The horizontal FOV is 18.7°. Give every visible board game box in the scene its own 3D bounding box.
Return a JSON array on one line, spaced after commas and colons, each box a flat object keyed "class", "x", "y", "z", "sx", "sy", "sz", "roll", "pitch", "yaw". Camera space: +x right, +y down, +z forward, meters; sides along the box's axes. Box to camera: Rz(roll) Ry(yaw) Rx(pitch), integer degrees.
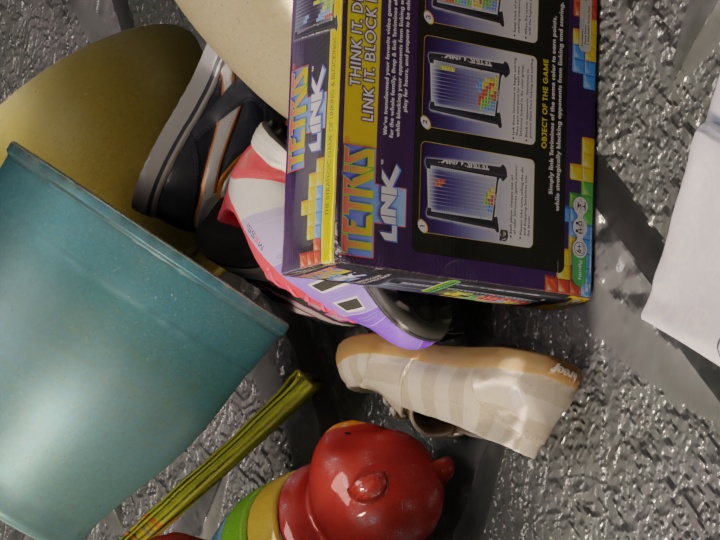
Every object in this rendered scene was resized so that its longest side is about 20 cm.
[{"class": "board game box", "x": 0.044, "y": -0.088, "z": 1.149, "sx": 0.057, "sy": 0.165, "sz": 0.201, "roll": -13, "pitch": 72, "yaw": 58}]

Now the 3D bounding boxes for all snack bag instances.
[{"class": "snack bag", "x": 0.207, "y": -0.041, "z": 0.997, "sx": 0.188, "sy": 0.021, "sz": 0.201, "roll": 38, "pitch": 116, "yaw": 57}]

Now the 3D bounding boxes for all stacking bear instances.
[{"class": "stacking bear", "x": -0.024, "y": 0.158, "z": 1.275, "sx": 0.200, "sy": 0.121, "sz": 0.114, "roll": -47, "pitch": 55, "yaw": 42}]

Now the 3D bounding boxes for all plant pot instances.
[{"class": "plant pot", "x": -0.158, "y": -0.050, "z": 1.506, "sx": 0.142, "sy": 0.200, "sz": 0.200, "roll": 55, "pitch": 136, "yaw": 15}, {"class": "plant pot", "x": -0.176, "y": 0.057, "z": 1.320, "sx": 0.188, "sy": 0.200, "sz": 0.200, "roll": -57, "pitch": 31, "yaw": -3}]

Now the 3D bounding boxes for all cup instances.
[{"class": "cup", "x": -0.008, "y": -0.160, "z": 1.263, "sx": 0.200, "sy": 0.200, "sz": 0.144, "roll": -14, "pitch": 100, "yaw": 59}]

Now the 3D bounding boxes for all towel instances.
[{"class": "towel", "x": -0.103, "y": 0.132, "z": 1.359, "sx": 0.200, "sy": 0.018, "sz": 0.086, "roll": -42, "pitch": -3, "yaw": 2}]

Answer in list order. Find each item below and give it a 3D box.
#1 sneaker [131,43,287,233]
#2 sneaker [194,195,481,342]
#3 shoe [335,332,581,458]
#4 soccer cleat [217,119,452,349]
[{"class": "sneaker", "x": -0.071, "y": -0.112, "z": 1.404, "sx": 0.078, "sy": 0.079, "sz": 0.201, "roll": 100, "pitch": -166, "yaw": -76}, {"class": "sneaker", "x": 0.000, "y": 0.000, "z": 1.309, "sx": 0.199, "sy": 0.086, "sz": 0.081, "roll": 23, "pitch": 76, "yaw": 41}, {"class": "shoe", "x": 0.044, "y": 0.068, "z": 1.208, "sx": 0.200, "sy": 0.070, "sz": 0.054, "roll": 2, "pitch": 78, "yaw": 59}, {"class": "soccer cleat", "x": -0.017, "y": -0.006, "z": 1.229, "sx": 0.073, "sy": 0.068, "sz": 0.200, "roll": -56, "pitch": 45, "yaw": 16}]
